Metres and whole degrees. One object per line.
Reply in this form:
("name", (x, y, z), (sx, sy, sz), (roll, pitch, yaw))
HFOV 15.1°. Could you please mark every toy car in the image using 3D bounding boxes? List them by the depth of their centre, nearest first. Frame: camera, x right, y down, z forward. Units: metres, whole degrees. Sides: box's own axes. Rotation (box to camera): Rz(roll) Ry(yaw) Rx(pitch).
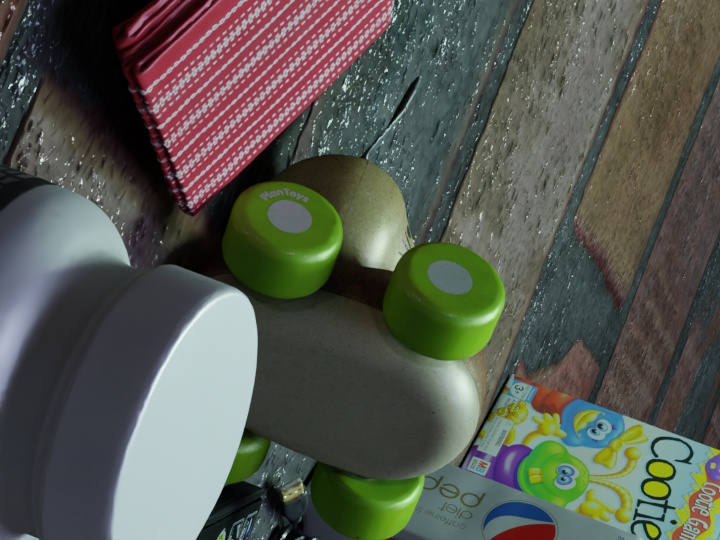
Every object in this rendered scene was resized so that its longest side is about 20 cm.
("toy car", (0.000, 0.000, 1.367), (0.200, 0.157, 0.165), (-70, -179, -48))

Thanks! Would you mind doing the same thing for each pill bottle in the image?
("pill bottle", (-0.139, 0.018, 0.818), (0.116, 0.199, 0.116), (19, 90, -73))

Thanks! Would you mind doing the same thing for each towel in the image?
("towel", (-0.042, -0.105, 1.183), (0.145, 0.022, 0.200), (-44, 166, -10))

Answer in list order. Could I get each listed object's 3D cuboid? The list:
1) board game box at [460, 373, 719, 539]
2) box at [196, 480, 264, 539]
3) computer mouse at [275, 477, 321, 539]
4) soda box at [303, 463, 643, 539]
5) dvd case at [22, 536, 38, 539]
("board game box", (0.182, 0.177, 2.021), (0.105, 0.199, 0.103), (88, 27, -50))
("box", (-0.118, 0.202, 1.325), (0.193, 0.047, 0.201), (-15, 126, -80))
("computer mouse", (-0.058, 0.178, 1.528), (0.141, 0.046, 0.200), (-64, 162, -16))
("soda box", (0.065, 0.168, 1.638), (0.064, 0.199, 0.068), (-54, 156, -41))
("dvd case", (-0.163, 0.102, 1.147), (0.150, 0.025, 0.201), (-43, 149, -58))
